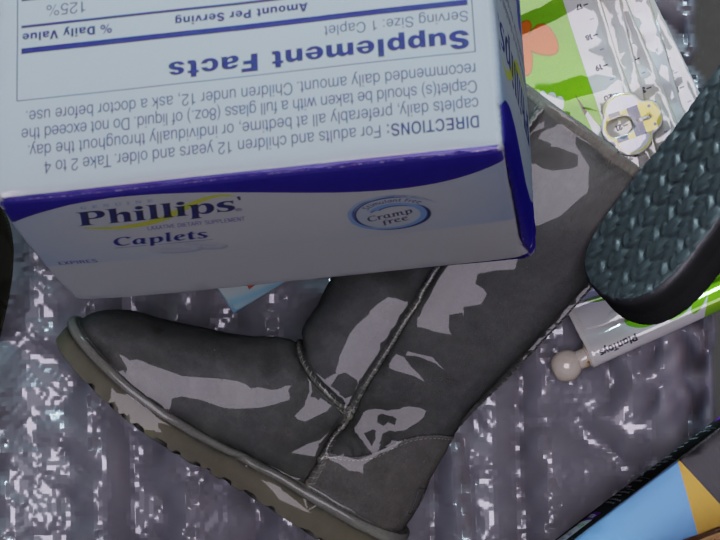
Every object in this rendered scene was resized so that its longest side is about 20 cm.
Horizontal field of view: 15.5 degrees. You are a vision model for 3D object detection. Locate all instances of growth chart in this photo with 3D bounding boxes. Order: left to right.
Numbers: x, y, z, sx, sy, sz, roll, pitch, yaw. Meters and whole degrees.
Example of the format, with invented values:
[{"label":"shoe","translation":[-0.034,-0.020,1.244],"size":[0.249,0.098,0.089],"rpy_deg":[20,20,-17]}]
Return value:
[{"label":"growth chart","translation":[0.086,-0.055,1.121],"size":[0.145,0.018,0.200],"rpy_deg":[-30,89,-2]}]

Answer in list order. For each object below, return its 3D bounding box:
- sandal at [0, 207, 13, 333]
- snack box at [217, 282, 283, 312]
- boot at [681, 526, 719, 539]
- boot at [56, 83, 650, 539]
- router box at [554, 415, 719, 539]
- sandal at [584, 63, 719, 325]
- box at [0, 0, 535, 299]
[{"label":"sandal","translation":[-0.191,0.051,1.087],"size":[0.080,0.057,0.201],"rpy_deg":[9,103,-37]},{"label":"snack box","translation":[-0.053,-0.095,1.072],"size":[0.116,0.037,0.200],"rpy_deg":[-32,66,-3]},{"label":"boot","translation":[0.224,0.147,1.045],"size":[0.200,0.074,0.155],"rpy_deg":[-20,84,-8]},{"label":"boot","translation":[-0.001,-0.001,1.080],"size":[0.182,0.073,0.200],"rpy_deg":[30,99,-10]},{"label":"router box","translation":[0.162,0.176,1.099],"size":[0.149,0.051,0.200],"rpy_deg":[-37,90,-4]},{"label":"sandal","translation":[0.170,-0.057,1.052],"size":[0.200,0.075,0.048],"rpy_deg":[-48,127,4]},{"label":"box","translation":[-0.035,-0.103,0.994],"size":[0.183,0.105,0.201],"rpy_deg":[-6,67,7]}]
